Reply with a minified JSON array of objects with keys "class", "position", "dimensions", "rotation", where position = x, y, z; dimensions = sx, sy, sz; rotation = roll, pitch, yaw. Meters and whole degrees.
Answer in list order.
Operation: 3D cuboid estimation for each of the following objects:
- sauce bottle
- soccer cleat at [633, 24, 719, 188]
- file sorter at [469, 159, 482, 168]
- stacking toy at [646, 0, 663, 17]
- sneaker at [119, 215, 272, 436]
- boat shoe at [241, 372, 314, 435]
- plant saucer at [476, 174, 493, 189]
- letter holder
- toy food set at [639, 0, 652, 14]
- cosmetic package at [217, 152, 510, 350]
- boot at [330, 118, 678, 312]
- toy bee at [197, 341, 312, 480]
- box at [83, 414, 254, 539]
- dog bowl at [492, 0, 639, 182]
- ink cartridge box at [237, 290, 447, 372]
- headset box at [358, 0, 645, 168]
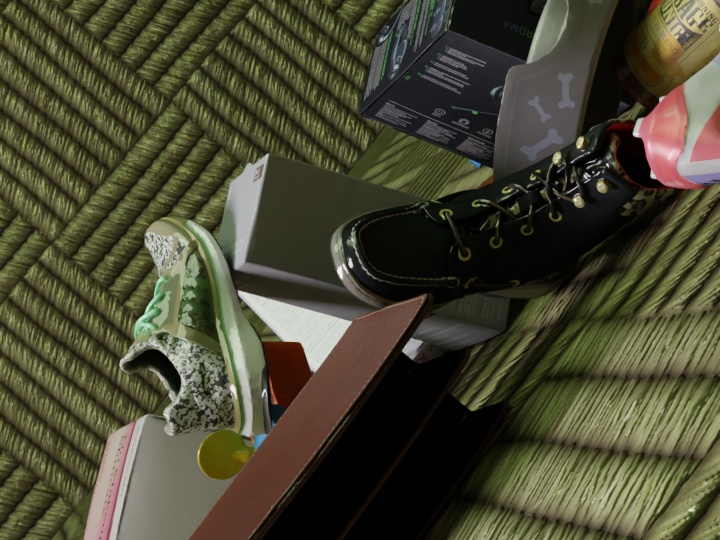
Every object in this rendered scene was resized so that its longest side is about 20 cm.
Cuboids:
[{"class":"sauce bottle","position":[0.255,-0.190,1.296],"dimensions":[0.200,0.066,0.066],"rotation":[-47,7,38]},{"class":"soccer cleat","position":[0.236,-0.118,1.099],"dimensions":[0.076,0.067,0.200],"rotation":[9,47,46]},{"class":"file sorter","position":[0.129,-0.229,1.773],"dimensions":[0.139,0.122,0.201],"rotation":[-37,-25,-49]},{"class":"stacking toy","position":[0.280,-0.250,1.435],"dimensions":[0.201,0.085,0.085],"rotation":[-55,7,-7]},{"class":"sneaker","position":[-0.127,0.037,1.297],"dimensions":[0.088,0.201,0.077],"rotation":[-12,-45,-19]},{"class":"boat shoe","position":[-0.040,0.081,1.604],"dimensions":[0.201,0.066,0.074],"rotation":[-62,6,-4]},{"class":"plant saucer","position":[0.085,-0.015,1.608],"dimensions":[0.200,0.037,0.200],"rotation":[-49,7,8]},{"class":"letter holder","position":[-0.001,0.124,1.115],"dimensions":[0.200,0.100,0.142],"rotation":[-52,9,-20]},{"class":"toy food set","position":[0.281,-0.297,1.821],"dimensions":[0.200,0.049,0.198],"rotation":[-55,7,-31]},{"class":"cosmetic package","position":[0.002,-0.011,1.349],"dimensions":[0.107,0.198,0.091],"rotation":[150,130,-71]},{"class":"boot","position":[0.094,-0.039,1.182],"dimensions":[0.202,0.074,0.154],"rotation":[-2,-26,-41]},{"class":"toy bee","position":[-0.050,0.144,1.320],"dimensions":[0.200,0.130,0.109],"rotation":[-85,10,-61]},{"class":"box","position":[-0.156,0.197,1.554],"dimensions":[0.200,0.108,0.129],"rotation":[148,136,-72]},{"class":"dog bowl","position":[0.153,-0.139,1.382],"dimensions":[0.200,0.058,0.202],"rotation":[16,-90,-77]},{"class":"ink cartridge box","position":[-0.014,0.017,1.493],"dimensions":[0.120,0.200,0.042],"rotation":[-49,-32,3]},{"class":"headset box","position":[0.119,-0.174,1.586],"dimensions":[0.200,0.173,0.094],"rotation":[141,146,-62]}]
